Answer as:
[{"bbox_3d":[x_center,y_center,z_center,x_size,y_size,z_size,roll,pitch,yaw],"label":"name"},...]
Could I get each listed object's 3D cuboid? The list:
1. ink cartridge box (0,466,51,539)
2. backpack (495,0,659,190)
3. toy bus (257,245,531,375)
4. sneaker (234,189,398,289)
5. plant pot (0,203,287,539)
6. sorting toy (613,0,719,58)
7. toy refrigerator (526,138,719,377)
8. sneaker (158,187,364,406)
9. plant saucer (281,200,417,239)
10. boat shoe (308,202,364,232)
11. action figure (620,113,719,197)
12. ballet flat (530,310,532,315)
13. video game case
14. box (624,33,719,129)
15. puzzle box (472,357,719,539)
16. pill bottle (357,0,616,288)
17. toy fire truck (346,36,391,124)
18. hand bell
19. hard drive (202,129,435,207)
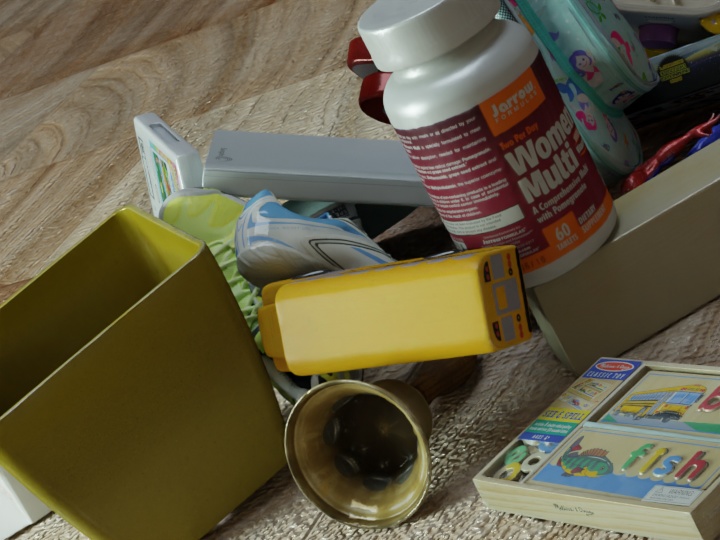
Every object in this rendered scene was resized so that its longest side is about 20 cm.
[{"bbox_3d":[-0.244,0.130,1.756,0.199,0.068,0.117,-34,21,-14],"label":"ink cartridge box"},{"bbox_3d":[0.131,-0.142,1.611,0.150,0.201,0.177,-28,-9,17],"label":"backpack"},{"bbox_3d":[0.015,0.029,1.447,0.199,0.066,0.078,-9,4,33],"label":"toy bus"},{"bbox_3d":[0.000,0.000,1.573,0.072,0.199,0.073,-32,42,47],"label":"sneaker"},{"bbox_3d":[-0.164,0.095,1.558,0.200,0.177,0.200,-40,21,-11],"label":"plant pot"},{"bbox_3d":[0.243,-0.210,1.780,0.198,0.108,0.180,4,-17,7],"label":"sorting toy"},{"bbox_3d":[0.208,-0.017,1.497,0.199,0.076,0.070,-31,20,-2],"label":"toy refrigerator"},{"bbox_3d":[-0.072,0.018,1.592,0.075,0.200,0.076,-44,-4,11],"label":"sneaker"},{"bbox_3d":[-0.032,-0.039,1.793,0.200,0.039,0.201,-27,-9,-5],"label":"plant saucer"},{"bbox_3d":[-0.015,0.013,1.725,0.074,0.086,0.202,-26,-11,-15],"label":"boat shoe"},{"bbox_3d":[0.251,-0.075,1.594,0.200,0.066,0.052,-36,13,-23],"label":"action figure"},{"bbox_3d":[0.126,-0.023,1.652,0.071,0.070,0.200,-10,25,-2],"label":"ballet flat"},{"bbox_3d":[-0.136,-0.016,1.775,0.024,0.201,0.182,-15,17,-13],"label":"video game case"},{"bbox_3d":[0.259,-0.150,1.721,0.199,0.040,0.137,-18,-3,28],"label":"box"},{"bbox_3d":[0.175,0.104,1.324,0.133,0.026,0.199,-40,23,-28],"label":"puzzle box"},{"bbox_3d":[0.082,-0.095,1.450,0.109,0.201,0.110,-25,21,10],"label":"pill bottle"},{"bbox_3d":[0.098,-0.167,1.871,0.199,0.168,0.113,-3,67,34],"label":"toy fire truck"},{"bbox_3d":[0.037,0.085,1.494,0.104,0.105,0.200,-17,12,30],"label":"hand bell"},{"bbox_3d":[-0.017,-0.078,1.683,0.198,0.027,0.132,3,16,0],"label":"hard drive"}]
